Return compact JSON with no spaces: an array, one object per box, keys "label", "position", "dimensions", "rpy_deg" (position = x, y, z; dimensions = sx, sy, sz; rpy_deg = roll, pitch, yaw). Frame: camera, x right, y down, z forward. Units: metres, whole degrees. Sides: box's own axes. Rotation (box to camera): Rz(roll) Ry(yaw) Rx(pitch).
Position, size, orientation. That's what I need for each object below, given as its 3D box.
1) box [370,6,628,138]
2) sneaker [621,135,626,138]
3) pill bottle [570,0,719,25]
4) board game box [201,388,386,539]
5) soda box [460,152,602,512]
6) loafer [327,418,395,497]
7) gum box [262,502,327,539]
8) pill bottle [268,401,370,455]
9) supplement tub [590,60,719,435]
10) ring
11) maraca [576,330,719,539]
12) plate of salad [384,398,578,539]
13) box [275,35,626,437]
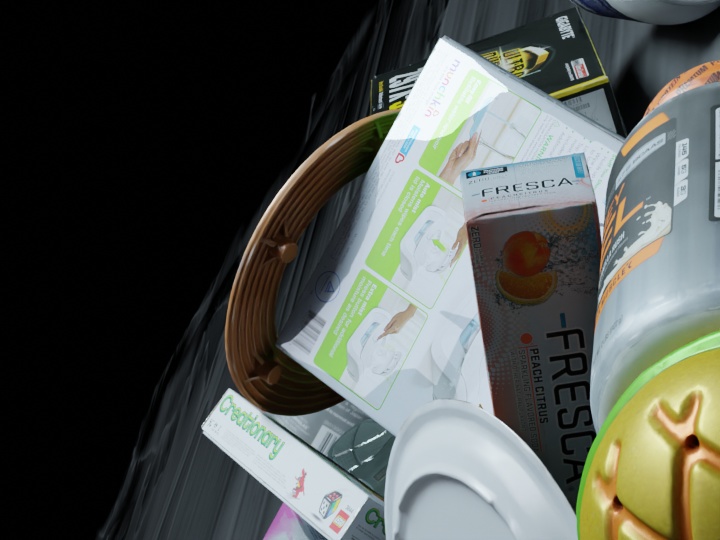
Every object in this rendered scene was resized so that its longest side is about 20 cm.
[{"label":"box","position":[0.087,-0.109,1.336],"dimensions":[0.158,0.050,0.200],"rpy_deg":[-20,19,8]},{"label":"sneaker","position":[0.134,-0.022,1.263],"dimensions":[0.115,0.076,0.201],"rpy_deg":[-26,-11,0]},{"label":"pill bottle","position":[0.189,-0.216,1.297],"dimensions":[0.112,0.110,0.200],"rpy_deg":[-62,11,5]},{"label":"board game box","position":[-0.004,0.141,1.159],"dimensions":[0.035,0.126,0.200],"rpy_deg":[-54,30,-4]},{"label":"soda box","position":[0.093,0.050,0.966],"dimensions":[0.069,0.063,0.202],"rpy_deg":[-89,-10,-66]},{"label":"loafer","position":[0.037,0.157,1.297],"dimensions":[0.072,0.063,0.200],"rpy_deg":[-35,24,-4]},{"label":"gum box","position":[-0.024,0.237,1.221],"dimensions":[0.114,0.066,0.200],"rpy_deg":[-60,25,12]},{"label":"pill bottle","position":[0.017,0.062,1.436],"dimensions":[0.201,0.115,0.116],"rpy_deg":[-60,11,11]},{"label":"supplement tub","position":[0.164,0.001,0.869],"dimensions":[0.123,0.122,0.201],"rpy_deg":[-55,13,36]},{"label":"ring","position":[0.000,0.000,1.172],"dimensions":[0.200,0.019,0.202],"rpy_deg":[-33,-41,-34]},{"label":"maraca","position":[0.158,0.080,0.730],"dimensions":[0.107,0.138,0.200],"rpy_deg":[-18,-23,-53]},{"label":"plate of salad","position":[0.071,0.154,0.928],"dimensions":[0.200,0.048,0.202],"rpy_deg":[37,135,49]},{"label":"box","position":[0.078,0.004,1.099],"dimensions":[0.176,0.096,0.201],"rpy_deg":[33,98,34]}]
